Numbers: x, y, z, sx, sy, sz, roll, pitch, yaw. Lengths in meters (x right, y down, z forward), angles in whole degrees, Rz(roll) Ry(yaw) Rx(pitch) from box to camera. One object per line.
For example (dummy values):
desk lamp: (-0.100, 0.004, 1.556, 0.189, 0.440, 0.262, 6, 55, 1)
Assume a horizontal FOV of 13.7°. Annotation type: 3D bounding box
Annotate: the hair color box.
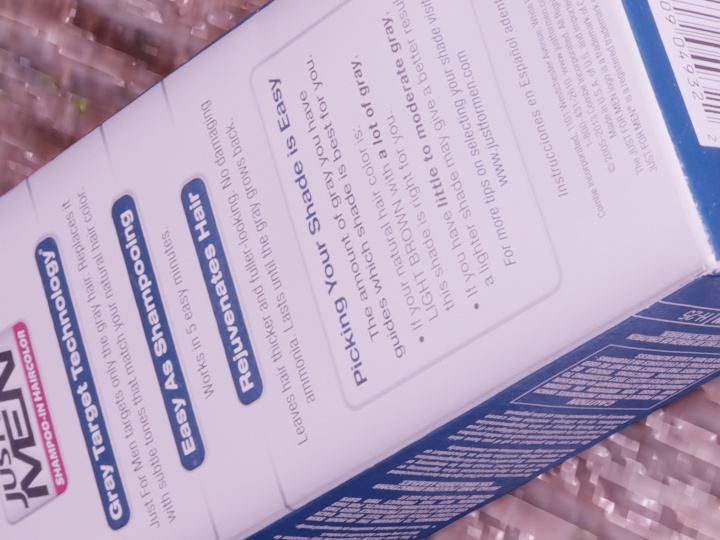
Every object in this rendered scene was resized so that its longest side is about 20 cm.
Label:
hair color box: (0.000, 0.000, 0.620, 0.200, 0.060, 0.100, -32, 66, 35)
